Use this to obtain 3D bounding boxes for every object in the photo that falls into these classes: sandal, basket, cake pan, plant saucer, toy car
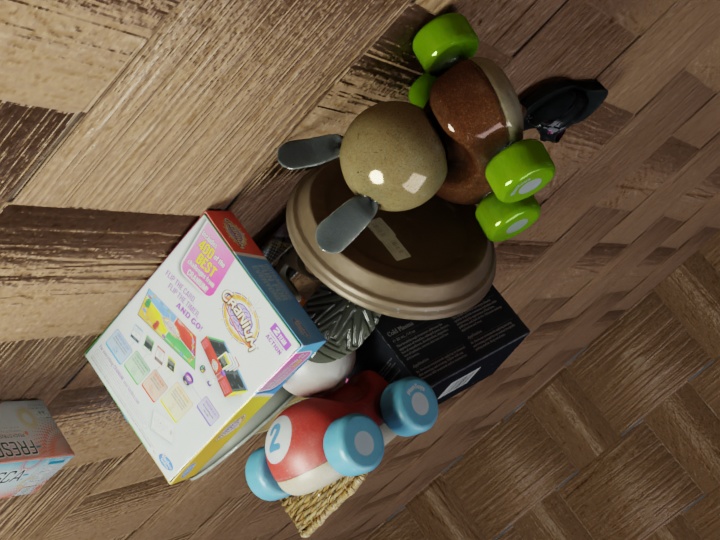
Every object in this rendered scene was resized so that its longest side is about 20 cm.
[{"bbox_3d":[0.237,-0.182,1.284,0.200,0.048,0.075,-19,155,-47],"label":"sandal"},{"bbox_3d":[-0.044,0.309,1.794,0.142,0.149,0.200,-16,151,-49],"label":"basket"},{"bbox_3d":[-0.140,0.174,1.351,0.200,0.037,0.200,-40,-178,2],"label":"cake pan"},{"bbox_3d":[0.032,-0.039,0.995,0.199,0.200,0.030,-23,150,-38],"label":"plant saucer"},{"bbox_3d":[-0.054,0.122,1.206,0.176,0.201,0.184,-27,179,-43],"label":"toy car"},{"bbox_3d":[0.037,-0.093,0.956,0.199,0.165,0.158,-24,160,-10],"label":"toy car"}]

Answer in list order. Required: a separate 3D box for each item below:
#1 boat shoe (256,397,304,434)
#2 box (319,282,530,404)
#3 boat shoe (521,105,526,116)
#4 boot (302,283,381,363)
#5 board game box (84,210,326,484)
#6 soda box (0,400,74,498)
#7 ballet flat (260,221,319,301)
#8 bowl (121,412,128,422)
[{"bbox_3d":[-0.075,0.185,1.543,0.199,0.076,0.072,-26,160,-32],"label":"boat shoe"},{"bbox_3d":[0.068,0.064,1.345,0.199,0.183,0.104,-22,158,-39],"label":"box"},{"bbox_3d":[0.105,-0.123,1.143,0.203,0.074,0.075,-52,168,-43],"label":"boat shoe"},{"bbox_3d":[0.001,0.002,1.138,0.182,0.072,0.200,-49,-172,4],"label":"boot"},{"bbox_3d":[-0.144,0.070,0.997,0.200,0.153,0.040,-45,162,24],"label":"board game box"},{"bbox_3d":[-0.342,0.159,0.971,0.064,0.069,0.200,-42,163,12],"label":"soda box"},{"bbox_3d":[-0.072,-0.005,1.090,0.200,0.072,0.072,-44,161,20],"label":"ballet flat"},{"bbox_3d":[-0.173,0.119,1.251,0.200,0.039,0.201,-34,162,-12],"label":"bowl"}]
